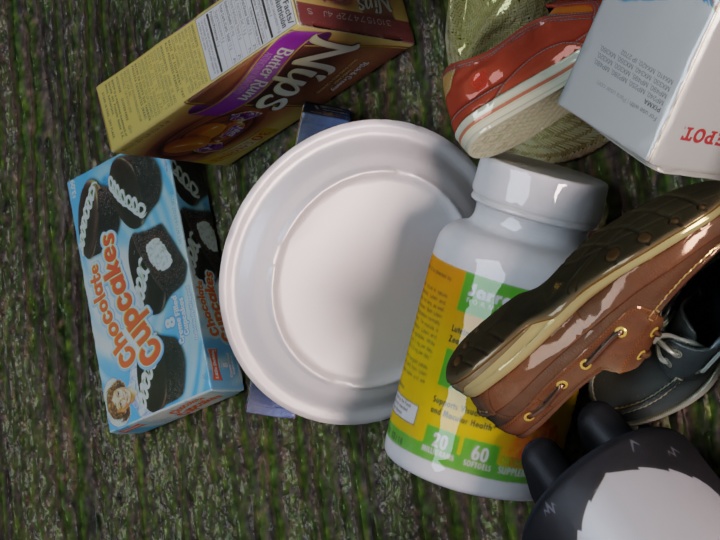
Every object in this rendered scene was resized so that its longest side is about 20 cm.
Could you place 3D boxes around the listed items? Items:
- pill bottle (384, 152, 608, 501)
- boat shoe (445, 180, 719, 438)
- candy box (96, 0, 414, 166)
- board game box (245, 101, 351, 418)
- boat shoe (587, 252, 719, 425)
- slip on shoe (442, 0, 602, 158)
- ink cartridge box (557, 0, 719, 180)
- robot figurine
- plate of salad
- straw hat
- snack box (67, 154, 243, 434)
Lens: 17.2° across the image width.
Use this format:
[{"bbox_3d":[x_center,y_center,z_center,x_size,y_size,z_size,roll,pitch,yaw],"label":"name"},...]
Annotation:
[{"bbox_3d":[0.090,0.033,1.482,0.111,0.111,0.201,22,102,42],"label":"pill bottle"},{"bbox_3d":[0.145,0.023,1.390,0.200,0.072,0.068,-38,105,15],"label":"boat shoe"},{"bbox_3d":[-0.074,-0.141,1.646,0.200,0.116,0.057,-28,69,38],"label":"candy box"},{"bbox_3d":[-0.041,-0.010,1.604,0.034,0.136,0.201,11,97,-2],"label":"board game box"},{"bbox_3d":[0.197,0.025,1.416,0.200,0.062,0.073,-42,61,33],"label":"boat shoe"},{"bbox_3d":[0.137,-0.142,1.432,0.200,0.074,0.061,-30,70,4],"label":"slip on shoe"},{"bbox_3d":[0.218,-0.158,1.352,0.083,0.145,0.201,37,111,38],"label":"ink cartridge box"},{"bbox_3d":[0.173,0.172,1.385,0.150,0.125,0.200,-53,55,26],"label":"robot figurine"},{"bbox_3d":[0.000,0.000,1.522,0.048,0.199,0.201,33,111,62],"label":"plate of salad"},{"bbox_3d":[0.100,-0.171,1.505,0.201,0.085,0.202,-4,85,42],"label":"straw hat"},{"bbox_3d":[-0.154,0.010,1.763,0.116,0.037,0.201,-24,71,40],"label":"snack box"}]
